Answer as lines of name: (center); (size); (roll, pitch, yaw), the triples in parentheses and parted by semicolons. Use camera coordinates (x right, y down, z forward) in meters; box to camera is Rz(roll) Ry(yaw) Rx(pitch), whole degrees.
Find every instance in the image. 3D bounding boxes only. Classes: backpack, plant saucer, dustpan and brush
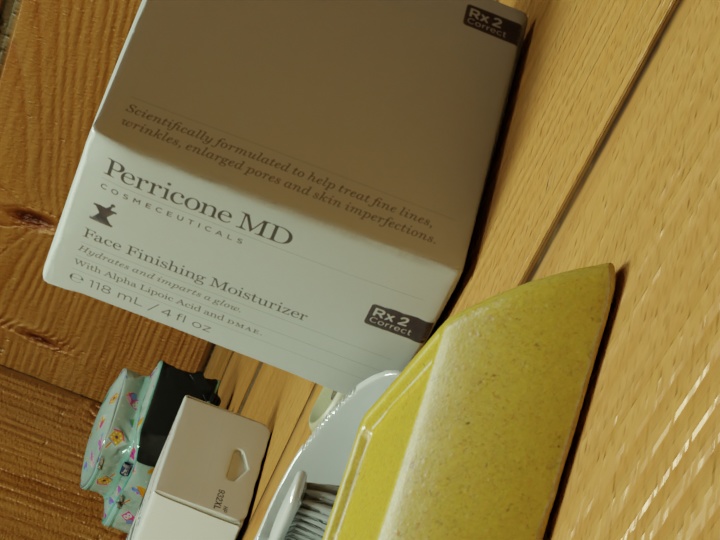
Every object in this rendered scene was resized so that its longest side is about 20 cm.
backpack: (-0.266, 0.233, 2.691); (0.176, 0.152, 0.201); (-83, 7, -49)
plant saucer: (0.015, 0.106, 0.755); (0.200, 0.048, 0.201); (124, 165, -69)
dustpan and brush: (-0.039, 0.142, 1.111); (0.200, 0.057, 0.140); (118, 171, -56)

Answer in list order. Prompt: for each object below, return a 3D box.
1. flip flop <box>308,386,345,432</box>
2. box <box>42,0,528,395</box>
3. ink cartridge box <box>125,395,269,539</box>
flip flop: (0.000, 0.000, 1.275); (0.081, 0.057, 0.201); (141, 149, -80)
box: (-0.037, -0.067, 1.137); (0.131, 0.198, 0.201); (116, 173, -49)
ink cartridge box: (-0.157, 0.233, 1.868); (0.145, 0.083, 0.201); (-76, 9, -58)
